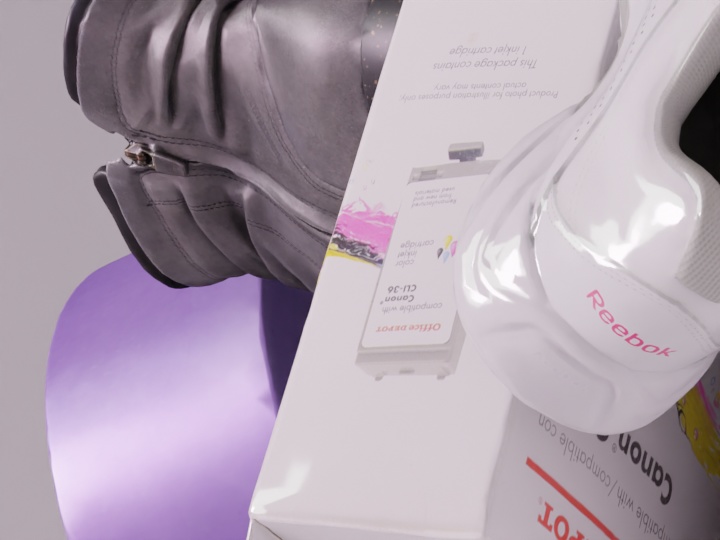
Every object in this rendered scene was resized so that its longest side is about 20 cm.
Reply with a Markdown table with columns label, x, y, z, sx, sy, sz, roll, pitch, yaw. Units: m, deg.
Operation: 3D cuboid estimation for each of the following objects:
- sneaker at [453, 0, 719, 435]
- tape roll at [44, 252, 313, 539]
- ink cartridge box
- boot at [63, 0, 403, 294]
| label | x | y | z | sx | sy | sz | roll | pitch | yaw |
| --- | --- | --- | --- | --- | --- | --- | --- | --- | --- |
| sneaker | 0.099 | -0.056 | 0.618 | 0.099 | 0.078 | 0.200 | -30 | 31 | 55 |
| tape roll | -0.011 | 0.074 | 0.928 | 0.085 | 0.200 | 0.200 | -25 | 23 | 22 |
| ink cartridge box | 0.042 | 0.032 | 0.688 | 0.116 | 0.067 | 0.200 | 43 | -124 | -48 |
| boot | 0.000 | 0.000 | 0.803 | 0.070 | 0.131 | 0.200 | -43 | -55 | -46 |
